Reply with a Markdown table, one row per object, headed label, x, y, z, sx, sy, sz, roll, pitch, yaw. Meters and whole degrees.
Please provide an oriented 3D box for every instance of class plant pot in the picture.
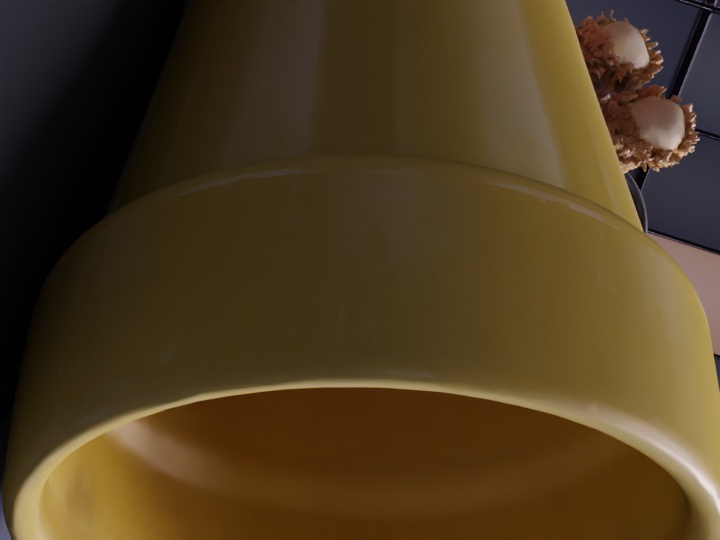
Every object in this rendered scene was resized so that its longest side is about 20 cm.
| label | x | y | z | sx | sy | sz | roll | pitch | yaw |
| --- | --- | --- | --- | --- | --- | --- | --- | --- | --- |
| plant pot | 0.004 | -0.001 | 0.488 | 0.201 | 0.200 | 0.190 | 103 | -8 | -57 |

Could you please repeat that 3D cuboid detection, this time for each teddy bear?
| label | x | y | z | sx | sy | sz | roll | pitch | yaw |
| --- | --- | --- | --- | --- | --- | --- | --- | --- | --- |
| teddy bear | 0.083 | -0.064 | 0.871 | 0.200 | 0.145 | 0.067 | -39 | 159 | -1 |

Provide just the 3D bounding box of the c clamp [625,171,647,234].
| label | x | y | z | sx | sy | sz | roll | pitch | yaw |
| --- | --- | --- | --- | --- | --- | --- | --- | --- | --- |
| c clamp | 0.076 | -0.019 | 0.939 | 0.027 | 0.199 | 0.172 | -26 | -134 | 64 |
